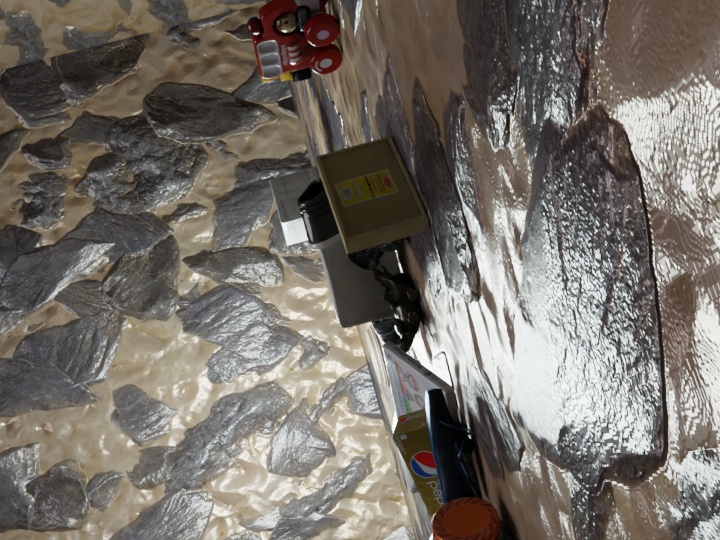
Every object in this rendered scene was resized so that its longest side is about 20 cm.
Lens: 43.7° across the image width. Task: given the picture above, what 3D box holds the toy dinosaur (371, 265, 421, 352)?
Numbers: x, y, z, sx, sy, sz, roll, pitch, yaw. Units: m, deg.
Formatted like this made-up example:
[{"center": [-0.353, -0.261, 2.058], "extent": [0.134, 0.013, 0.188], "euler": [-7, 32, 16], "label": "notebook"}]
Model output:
[{"center": [0.081, 0.078, 1.607], "extent": [0.102, 0.076, 0.202], "euler": [4, -114, -81], "label": "toy dinosaur"}]

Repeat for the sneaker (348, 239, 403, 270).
[{"center": [0.033, -0.069, 1.562], "extent": [0.075, 0.080, 0.200], "euler": [35, 155, -7], "label": "sneaker"}]

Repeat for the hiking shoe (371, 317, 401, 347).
[{"center": [0.054, 0.104, 1.809], "extent": [0.200, 0.074, 0.087], "euler": [-94, -21, -67], "label": "hiking shoe"}]

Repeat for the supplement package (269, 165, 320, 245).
[{"center": [-0.147, -0.194, 2.647], "extent": [0.191, 0.198, 0.148], "euler": [86, 168, -72], "label": "supplement package"}]

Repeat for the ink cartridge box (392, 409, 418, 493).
[{"center": [0.123, 0.361, 1.825], "extent": [0.200, 0.083, 0.147], "euler": [88, 167, -70], "label": "ink cartridge box"}]

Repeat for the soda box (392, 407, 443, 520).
[{"center": [0.125, 0.330, 1.480], "extent": [0.201, 0.067, 0.064], "euler": [65, -161, -15], "label": "soda box"}]

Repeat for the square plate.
[{"center": [0.000, 0.000, 1.670], "extent": [0.028, 0.197, 0.202], "euler": [-22, 81, 42], "label": "square plate"}]

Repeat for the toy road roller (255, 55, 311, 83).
[{"center": [-0.234, -0.619, 2.652], "extent": [0.200, 0.145, 0.124], "euler": [-117, 13, -69], "label": "toy road roller"}]

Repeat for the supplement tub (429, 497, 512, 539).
[{"center": [0.165, 0.435, 1.290], "extent": [0.123, 0.121, 0.202], "euler": [-115, 11, -66], "label": "supplement tub"}]

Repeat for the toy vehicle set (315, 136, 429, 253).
[{"center": [0.014, -0.116, 1.326], "extent": [0.027, 0.123, 0.201], "euler": [79, 174, -45], "label": "toy vehicle set"}]

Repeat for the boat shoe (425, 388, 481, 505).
[{"center": [0.144, 0.272, 1.393], "extent": [0.084, 0.068, 0.202], "euler": [-92, -10, -70], "label": "boat shoe"}]

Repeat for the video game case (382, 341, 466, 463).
[{"center": [0.111, 0.241, 1.551], "extent": [0.182, 0.024, 0.202], "euler": [34, 144, 49], "label": "video game case"}]

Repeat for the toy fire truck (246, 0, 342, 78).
[{"center": [-0.130, -0.456, 1.730], "extent": [0.200, 0.166, 0.113], "euler": [83, 170, -63], "label": "toy fire truck"}]

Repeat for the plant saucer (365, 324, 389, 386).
[{"center": [0.052, 0.269, 2.810], "extent": [0.200, 0.029, 0.202], "euler": [164, 90, -86], "label": "plant saucer"}]

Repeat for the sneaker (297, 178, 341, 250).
[{"center": [-0.030, -0.127, 1.549], "extent": [0.070, 0.200, 0.100], "euler": [3, 124, 46], "label": "sneaker"}]
